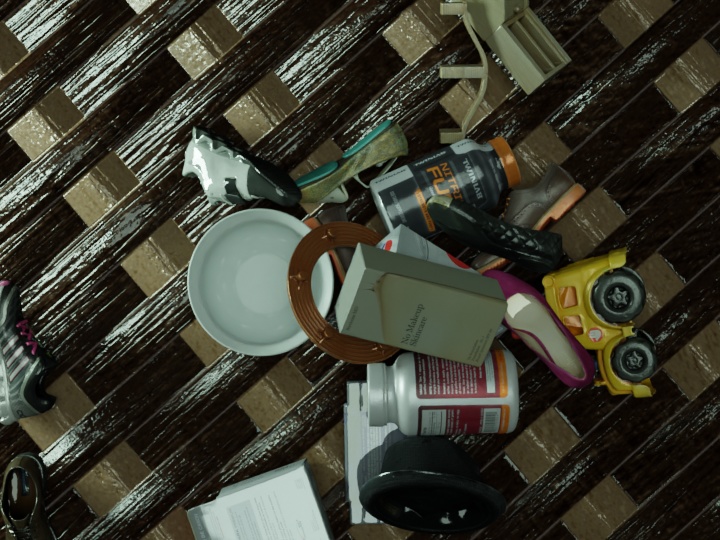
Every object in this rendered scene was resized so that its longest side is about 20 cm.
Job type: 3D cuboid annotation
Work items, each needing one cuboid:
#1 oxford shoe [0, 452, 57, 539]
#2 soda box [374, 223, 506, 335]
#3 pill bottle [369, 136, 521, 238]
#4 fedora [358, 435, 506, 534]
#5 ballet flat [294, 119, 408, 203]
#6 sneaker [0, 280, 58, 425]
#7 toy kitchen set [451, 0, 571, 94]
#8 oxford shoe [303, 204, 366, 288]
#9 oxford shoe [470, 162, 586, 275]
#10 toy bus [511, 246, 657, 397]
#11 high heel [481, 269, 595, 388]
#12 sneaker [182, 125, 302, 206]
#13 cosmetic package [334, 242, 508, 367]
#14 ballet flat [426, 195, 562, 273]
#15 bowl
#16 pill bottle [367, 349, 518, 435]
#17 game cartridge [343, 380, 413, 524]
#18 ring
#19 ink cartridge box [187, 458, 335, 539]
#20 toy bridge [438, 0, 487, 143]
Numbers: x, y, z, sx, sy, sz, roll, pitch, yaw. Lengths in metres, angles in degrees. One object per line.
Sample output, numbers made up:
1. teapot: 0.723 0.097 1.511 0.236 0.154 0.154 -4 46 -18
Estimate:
1. oxford shoe: -0.466 0.359 1.561 0.072 0.084 0.202 -11 90 -2
2. soda box: 0.110 0.022 1.537 0.199 0.063 0.069 31 46 -21
3. pill bottle: 0.121 -0.115 1.566 0.199 0.106 0.107 -24 89 -1
4. fedora: 0.098 0.281 1.516 0.199 0.201 0.092 3 55 0
5. ballet flat: -0.019 -0.135 1.589 0.199 0.071 0.071 -33 89 -1
6. sneaker: -0.467 0.113 1.574 0.087 0.074 0.202 -4 93 0
7. toy kitchen set: 0.274 -0.394 1.555 0.181 0.200 0.163 51 47 1
8. oxford shoe: 0.000 0.000 1.581 0.072 0.071 0.201 -31 88 -6
9. oxford shoe: 0.221 -0.068 1.585 0.200 0.071 0.073 -42 84 -4
10. toy bus: 0.307 0.084 1.557 0.190 0.136 0.202 -12 91 13
11. high heel: 0.229 0.073 1.473 0.067 0.096 0.200 -38 81 4
12. sneaker: -0.167 -0.121 1.570 0.199 0.074 0.089 31 104 28
13. cosmetic package: 0.077 0.046 1.456 0.198 0.073 0.104 13 116 -15
14. ballet flat: 0.179 -0.055 1.517 0.199 0.066 0.057 24 65 -11
15. bowl: -0.135 0.017 1.568 0.199 0.090 0.203 0 89 0
16. pill bottle: 0.109 0.165 1.523 0.198 0.113 0.114 -1 88 -1
17. game cartridge: 0.042 0.255 1.591 0.128 0.038 0.202 -1 88 4
18. ring: -0.007 0.027 1.517 0.199 0.019 0.202 12 65 -26
19. ink cartridge box: -0.124 0.387 1.560 0.174 0.084 0.201 -19 88 -1
20. toy bridge: 0.144 -0.280 1.578 0.067 0.027 0.202 0 107 0
